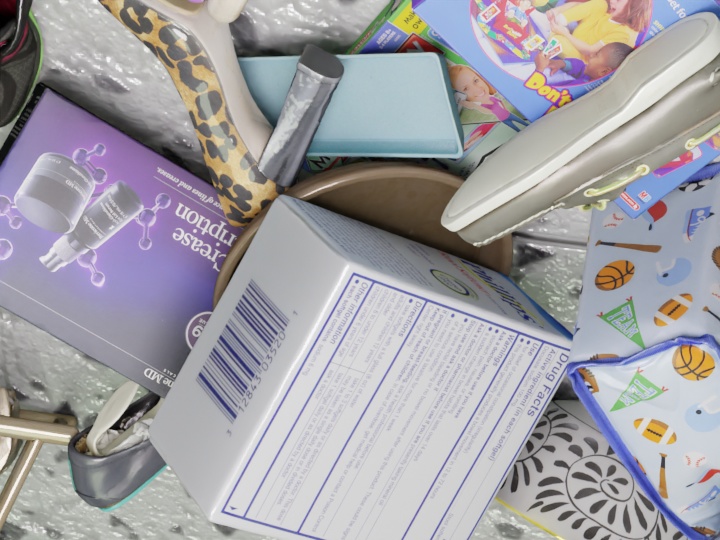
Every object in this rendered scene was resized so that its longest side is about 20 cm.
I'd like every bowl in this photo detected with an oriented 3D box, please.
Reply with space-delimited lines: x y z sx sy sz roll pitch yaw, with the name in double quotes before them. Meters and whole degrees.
"bowl" 0.172 0.142 1.720 0.200 0.201 0.094 28 93 -1

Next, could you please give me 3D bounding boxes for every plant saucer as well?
"plant saucer" -0.022 -0.105 1.563 0.200 0.019 0.070 2 119 35
"plant saucer" 0.000 0.000 1.606 0.199 0.030 0.200 -11 138 -10

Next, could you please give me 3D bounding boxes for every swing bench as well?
"swing bench" -0.320 0.126 1.814 0.200 0.130 0.199 26 175 -6

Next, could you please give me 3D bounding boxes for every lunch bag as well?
"lunch bag" 0.226 0.062 1.585 0.124 0.170 0.200 -12 129 27

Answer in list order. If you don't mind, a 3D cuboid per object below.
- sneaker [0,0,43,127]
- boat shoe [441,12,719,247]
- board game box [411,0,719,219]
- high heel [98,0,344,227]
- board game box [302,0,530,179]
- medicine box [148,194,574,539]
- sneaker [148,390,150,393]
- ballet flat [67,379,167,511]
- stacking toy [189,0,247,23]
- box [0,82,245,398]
"sneaker" -0.241 -0.161 1.574 0.077 0.084 0.200 15 138 4
"boat shoe" 0.138 -0.068 1.443 0.201 0.072 0.060 -35 113 19
"board game box" 0.146 -0.139 1.464 0.134 0.045 0.200 -37 116 24
"high heel" -0.119 -0.115 1.563 0.200 0.071 0.143 31 127 5
"board game box" 0.050 -0.104 1.575 0.134 0.029 0.200 30 137 -14
"medicine box" 0.003 0.076 1.551 0.200 0.103 0.182 19 106 -37
"sneaker" -0.071 0.118 1.832 0.085 0.077 0.200 -30 127 29
"ballet flat" -0.122 0.087 1.738 0.073 0.200 0.073 50 168 15
"stacking toy" -0.141 -0.231 1.478 0.200 0.085 0.085 31 137 -5
"box" -0.160 -0.013 1.652 0.200 0.141 0.079 30 -178 -13
